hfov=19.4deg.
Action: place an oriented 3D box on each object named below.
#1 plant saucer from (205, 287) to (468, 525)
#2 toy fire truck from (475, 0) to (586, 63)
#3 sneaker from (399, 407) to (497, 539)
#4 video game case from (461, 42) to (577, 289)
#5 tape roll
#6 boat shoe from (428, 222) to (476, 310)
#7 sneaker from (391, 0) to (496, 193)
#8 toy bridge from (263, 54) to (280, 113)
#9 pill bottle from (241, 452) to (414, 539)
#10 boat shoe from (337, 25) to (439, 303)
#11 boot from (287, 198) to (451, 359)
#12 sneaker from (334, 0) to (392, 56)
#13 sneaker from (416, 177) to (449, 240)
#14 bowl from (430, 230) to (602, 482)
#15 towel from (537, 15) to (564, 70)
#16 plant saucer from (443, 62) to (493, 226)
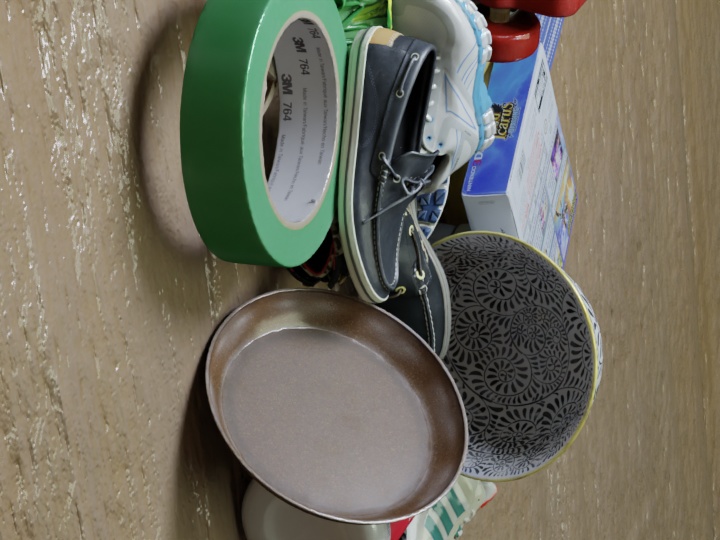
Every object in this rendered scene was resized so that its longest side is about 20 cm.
[{"bbox_3d":[-0.020,0.101,1.496,0.032,0.199,0.201,-60,180,45],"label":"plant saucer"},{"bbox_3d":[0.097,-0.257,1.676,0.168,0.199,0.113,-50,148,-48],"label":"toy fire truck"},{"bbox_3d":[0.070,0.205,1.753,0.070,0.093,0.201,156,-62,-73],"label":"sneaker"},{"bbox_3d":[0.139,-0.063,1.812,0.201,0.045,0.182,-73,153,-44],"label":"video game case"},{"bbox_3d":[-0.061,-0.104,1.441,0.200,0.048,0.202,5,90,-71],"label":"tape roll"},{"bbox_3d":[0.079,0.048,1.812,0.075,0.068,0.201,-54,141,-54],"label":"boat shoe"},{"bbox_3d":[0.052,-0.134,1.583,0.087,0.075,0.201,-52,147,-28],"label":"sneaker"},{"bbox_3d":[-0.079,-0.153,1.492,0.067,0.027,0.201,44,52,-60],"label":"toy bridge"},{"bbox_3d":[-0.001,0.149,1.589,0.200,0.112,0.113,-47,134,-56],"label":"pill bottle"},{"bbox_3d":[0.023,-0.075,1.524,0.075,0.062,0.202,-16,110,-72],"label":"boat shoe"},{"bbox_3d":[-0.002,-0.001,1.622,0.154,0.073,0.205,-35,115,-59],"label":"boot"},{"bbox_3d":[-0.012,-0.192,1.551,0.200,0.074,0.084,64,36,-68],"label":"sneaker"},{"bbox_3d":[0.048,-0.105,1.729,0.085,0.077,0.202,23,72,-72],"label":"sneaker"},{"bbox_3d":[0.123,0.065,1.706,0.094,0.200,0.202,-9,100,-56],"label":"bowl"},{"bbox_3d":[0.150,-0.262,1.877,0.200,0.024,0.146,62,40,-57],"label":"towel"},{"bbox_3d":[0.109,-0.099,1.873,0.200,0.048,0.201,-63,146,-58],"label":"plant saucer"}]
